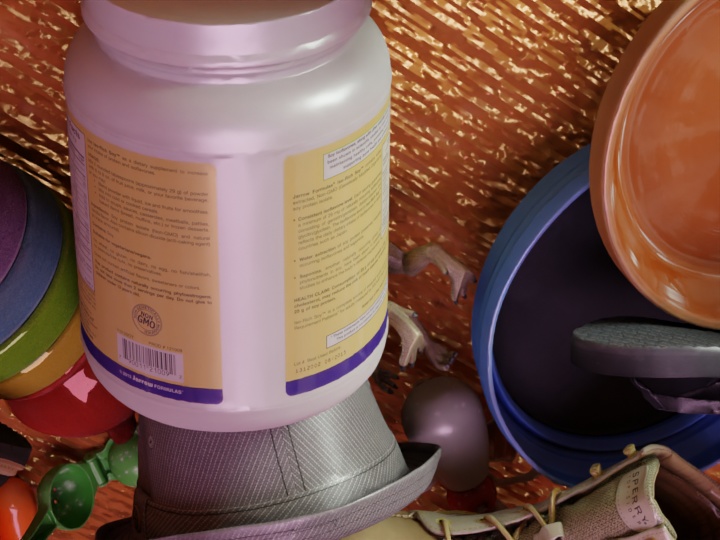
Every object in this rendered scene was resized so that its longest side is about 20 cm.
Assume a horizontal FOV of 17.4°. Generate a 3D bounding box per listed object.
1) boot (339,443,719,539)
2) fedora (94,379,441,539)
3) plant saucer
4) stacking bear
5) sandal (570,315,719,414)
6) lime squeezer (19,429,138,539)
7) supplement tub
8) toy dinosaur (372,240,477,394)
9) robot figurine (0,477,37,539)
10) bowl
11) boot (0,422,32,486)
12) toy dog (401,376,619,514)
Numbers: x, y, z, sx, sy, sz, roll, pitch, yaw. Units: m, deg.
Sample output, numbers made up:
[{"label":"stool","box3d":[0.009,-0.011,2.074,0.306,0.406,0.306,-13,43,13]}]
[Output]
[{"label":"boot","box3d":[0.082,0.134,1.161,0.200,0.072,0.154,17,144,-41]},{"label":"fedora","box3d":[-0.053,0.078,1.158,0.176,0.200,0.091,-14,97,-5]},{"label":"plant saucer","box3d":[0.197,-0.067,1.120,0.199,0.032,0.201,-11,119,-20]},{"label":"stacking bear","box3d":[-0.173,0.016,1.139,0.113,0.122,0.200,-29,140,15]},{"label":"sandal","box3d":[0.193,0.054,1.152,0.199,0.076,0.043,7,97,-28]},{"label":"lime squeezer","box3d":[-0.132,0.111,1.266,0.200,0.071,0.038,-30,99,-20]},{"label":"supplement tub","box3d":[-0.058,-0.046,1.051,0.145,0.146,0.201,-3,121,-6]},{"label":"toy dinosaur","box3d":[0.000,0.000,1.158,0.101,0.058,0.200,31,142,23]},{"label":"robot figurine","box3d":[-0.248,0.172,1.269,0.143,0.117,0.200,2,135,5]},{"label":"bowl","box3d":[0.147,0.018,1.185,0.200,0.039,0.201,-11,120,-19]},{"label":"boot","box3d":[-0.257,0.117,1.139,0.199,0.139,0.077,13,170,38]},{"label":"toy dog","box3d":[0.059,0.128,1.298,0.131,0.096,0.201,-5,122,-21]}]
